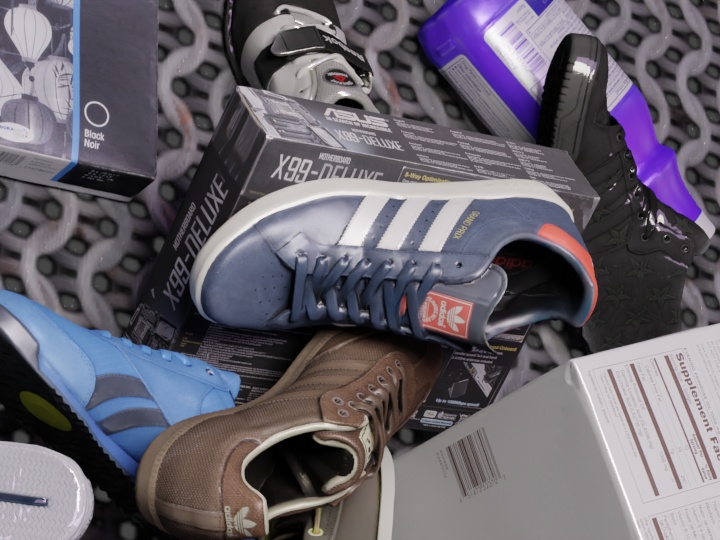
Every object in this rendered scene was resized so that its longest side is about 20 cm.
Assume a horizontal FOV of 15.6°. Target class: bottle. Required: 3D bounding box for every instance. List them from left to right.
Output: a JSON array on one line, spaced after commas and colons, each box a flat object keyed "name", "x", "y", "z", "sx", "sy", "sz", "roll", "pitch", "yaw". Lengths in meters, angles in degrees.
[{"name": "bottle", "x": 0.122, "y": -0.084, "z": 1.497, "sx": 0.200, "sy": 0.065, "sz": 0.084, "roll": 49, "pitch": 51, "yaw": -7}]

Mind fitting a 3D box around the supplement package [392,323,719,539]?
[{"name": "supplement package", "x": 0.113, "y": 0.137, "z": 1.310, "sx": 0.111, "sy": 0.200, "sz": 0.156, "roll": -11, "pitch": 75, "yaw": -37}]

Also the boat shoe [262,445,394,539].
[{"name": "boat shoe", "x": -0.017, "y": 0.140, "z": 1.272, "sx": 0.060, "sy": 0.072, "sz": 0.202, "roll": 11, "pitch": 29, "yaw": -8}]

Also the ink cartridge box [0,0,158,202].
[{"name": "ink cartridge box", "x": -0.154, "y": -0.140, "z": 1.356, "sx": 0.099, "sy": 0.039, "sz": 0.201, "roll": 10, "pitch": 64, "yaw": -29}]

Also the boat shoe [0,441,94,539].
[{"name": "boat shoe", "x": -0.221, "y": 0.098, "z": 1.191, "sx": 0.199, "sy": 0.071, "sz": 0.072, "roll": 15, "pitch": 74, "yaw": -5}]

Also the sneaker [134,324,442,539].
[{"name": "sneaker", "x": -0.014, "y": 0.081, "z": 1.244, "sx": 0.200, "sy": 0.075, "sz": 0.071, "roll": -30, "pitch": 124, "yaw": -41}]

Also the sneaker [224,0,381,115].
[{"name": "sneaker", "x": -0.021, "y": -0.095, "z": 1.395, "sx": 0.074, "sy": 0.088, "sz": 0.201, "roll": 7, "pitch": 65, "yaw": -30}]

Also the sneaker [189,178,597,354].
[{"name": "sneaker", "x": 0.022, "y": 0.005, "z": 1.244, "sx": 0.199, "sy": 0.075, "sz": 0.085, "roll": -9, "pitch": 40, "yaw": -19}]

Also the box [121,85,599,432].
[{"name": "box", "x": 0.000, "y": 0.000, "z": 1.322, "sx": 0.199, "sy": 0.158, "sz": 0.050, "roll": 8, "pitch": 31, "yaw": -30}]

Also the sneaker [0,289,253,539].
[{"name": "sneaker", "x": -0.110, "y": 0.059, "z": 1.254, "sx": 0.200, "sy": 0.066, "sz": 0.079, "roll": 45, "pitch": 67, "yaw": -31}]

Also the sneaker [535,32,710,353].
[{"name": "sneaker", "x": 0.144, "y": -0.031, "z": 1.443, "sx": 0.104, "sy": 0.201, "sz": 0.060, "roll": 6, "pitch": 24, "yaw": -5}]
